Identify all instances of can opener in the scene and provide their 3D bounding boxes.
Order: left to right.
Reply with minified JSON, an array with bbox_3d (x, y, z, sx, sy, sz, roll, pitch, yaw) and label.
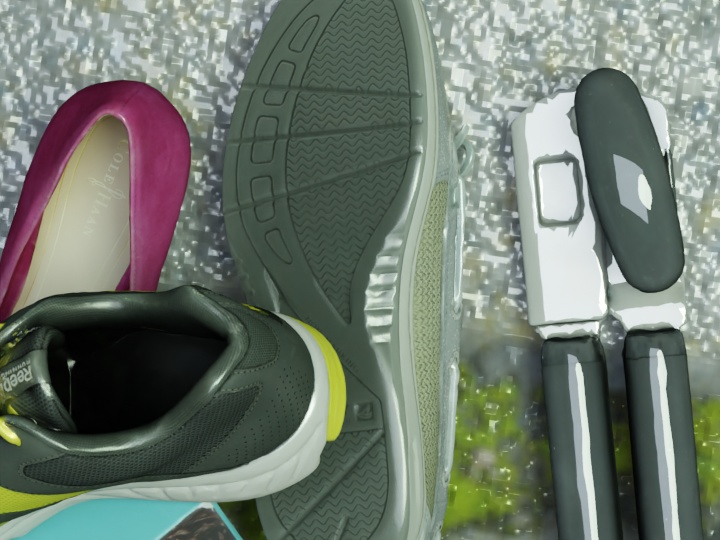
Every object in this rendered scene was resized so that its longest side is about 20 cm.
[{"bbox_3d":[0.082,0.036,0.922,0.053,0.067,0.201,-6,87,5],"label":"can opener"}]

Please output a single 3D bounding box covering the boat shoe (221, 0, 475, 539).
[{"bbox_3d":[0.001,0.001,0.937,0.074,0.065,0.203,-5,85,24],"label":"boat shoe"}]

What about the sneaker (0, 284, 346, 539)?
[{"bbox_3d":[-0.108,0.041,0.856,0.199,0.085,0.075,-16,67,8],"label":"sneaker"}]

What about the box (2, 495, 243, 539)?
[{"bbox_3d":[-0.123,0.140,0.908,0.200,0.082,0.049,-40,55,-8],"label":"box"}]

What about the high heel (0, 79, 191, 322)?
[{"bbox_3d":[-0.101,0.035,0.923,0.067,0.096,0.201,24,93,4],"label":"high heel"}]
